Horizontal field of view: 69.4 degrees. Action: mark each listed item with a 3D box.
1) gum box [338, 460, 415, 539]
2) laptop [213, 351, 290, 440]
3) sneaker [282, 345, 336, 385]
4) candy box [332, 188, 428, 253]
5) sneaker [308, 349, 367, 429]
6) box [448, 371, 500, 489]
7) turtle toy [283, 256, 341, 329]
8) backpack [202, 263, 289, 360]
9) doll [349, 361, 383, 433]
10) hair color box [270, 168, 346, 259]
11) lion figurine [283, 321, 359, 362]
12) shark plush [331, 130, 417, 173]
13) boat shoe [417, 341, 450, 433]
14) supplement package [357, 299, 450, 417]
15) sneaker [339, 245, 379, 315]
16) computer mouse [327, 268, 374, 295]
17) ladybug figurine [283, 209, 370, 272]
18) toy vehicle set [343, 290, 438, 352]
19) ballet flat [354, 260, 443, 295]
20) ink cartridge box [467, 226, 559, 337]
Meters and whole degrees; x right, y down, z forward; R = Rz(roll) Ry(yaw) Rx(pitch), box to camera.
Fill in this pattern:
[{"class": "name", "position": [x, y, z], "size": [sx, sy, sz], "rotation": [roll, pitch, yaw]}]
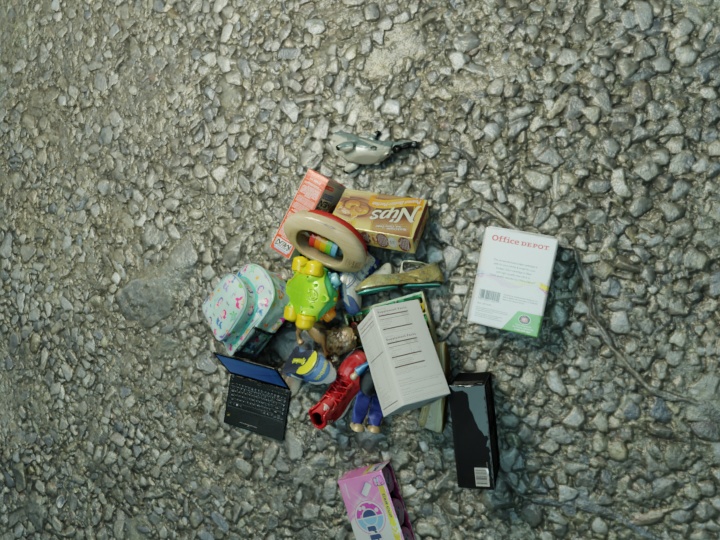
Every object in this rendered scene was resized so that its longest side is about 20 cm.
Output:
[{"class": "gum box", "position": [0.039, 0.550, 1.172], "size": [0.113, 0.066, 0.202], "rotation": [-21, 83, 20]}, {"class": "laptop", "position": [-0.272, 0.308, 1.265], "size": [0.176, 0.103, 0.202], "rotation": [11, 93, 20]}, {"class": "sneaker", "position": [-0.120, 0.224, 1.192], "size": [0.082, 0.200, 0.074], "rotation": [32, 76, -21]}, {"class": "candy box", "position": [0.041, -0.113, 1.154], "size": [0.198, 0.055, 0.116], "rotation": [12, 56, 19]}, {"class": "sneaker", "position": [-0.047, 0.278, 1.164], "size": [0.078, 0.115, 0.201], "rotation": [28, 111, 16]}, {"class": "box", "position": [0.236, 0.321, 1.066], "size": [0.078, 0.141, 0.202], "rotation": [-6, 87, 21]}, {"class": "turtle toy", "position": [-0.106, 0.047, 1.146], "size": [0.200, 0.100, 0.147], "rotation": [17, 97, 61]}, {"class": "backpack", "position": [-0.266, 0.086, 1.238], "size": [0.200, 0.150, 0.178], "rotation": [-46, 50, 7]}, {"class": "doll", "position": [0.038, 0.257, 1.155], "size": [0.135, 0.048, 0.202], "rotation": [12, 95, -22]}, {"class": "hair color box", "position": [-0.120, -0.126, 1.211], "size": [0.064, 0.111, 0.201], "rotation": [32, 100, 17]}, {"class": "lion figurine", "position": [-0.098, 0.138, 1.195], "size": [0.199, 0.123, 0.073], "rotation": [25, 54, 13]}, {"class": "shark plush", "position": [0.025, -0.293, 1.187], "size": [0.198, 0.091, 0.084], "rotation": [-6, 57, 24]}, {"class": "boat shoe", "position": [0.154, 0.252, 1.128], "size": [0.069, 0.074, 0.202], "rotation": [5, 95, 18]}, {"class": "supplement package", "position": [0.084, 0.178, 1.064], "size": [0.109, 0.114, 0.201], "rotation": [-8, 68, -23]}, {"class": "sneaker", "position": [0.000, 0.000, 1.173], "size": [0.087, 0.075, 0.202], "rotation": [-3, 76, 8]}, {"class": "computer mouse", "position": [-0.053, 0.021, 1.227], "size": [0.198, 0.034, 0.059], "rotation": [12, 93, 19]}, {"class": "ladybug figurine", "position": [-0.067, -0.068, 1.111], "size": [0.199, 0.072, 0.136], "rotation": [27, 143, 6]}, {"class": "toy vehicle set", "position": [0.068, 0.133, 1.186], "size": [0.199, 0.026, 0.125], "rotation": [-18, 84, 19]}, {"class": "ballet flat", "position": [0.082, 0.013, 1.138], "size": [0.198, 0.071, 0.071], "rotation": [-6, 87, -7]}, {"class": "ink cartridge box", "position": [0.314, 0.021, 1.070], "size": [0.144, 0.084, 0.202], "rotation": [12, 94, 19]}]
